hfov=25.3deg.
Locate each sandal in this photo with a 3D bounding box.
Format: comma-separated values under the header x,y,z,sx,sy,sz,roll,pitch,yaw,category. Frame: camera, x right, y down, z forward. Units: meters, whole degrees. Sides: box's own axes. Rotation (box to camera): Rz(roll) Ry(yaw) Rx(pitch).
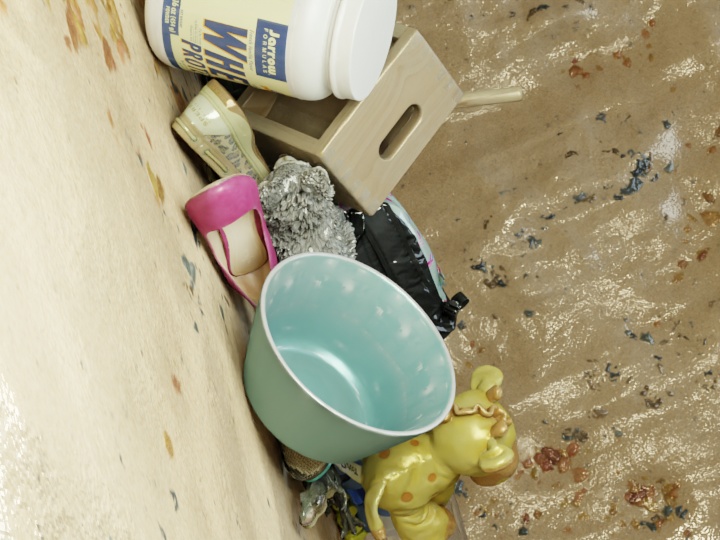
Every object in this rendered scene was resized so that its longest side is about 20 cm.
x,y,z,sx,sy,sz,roll,pitch,yaw,category
-0.003,0.206,1.693,0.200,0.087,0.080,66,11,-45,sandal

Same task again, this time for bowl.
x,y,z,sx,sy,sz,roll,pitch,yaw,category
-0.026,0.092,1.435,0.200,0.105,0.201,24,39,-22,bowl

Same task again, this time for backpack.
x,y,z,sx,sy,sz,roll,pitch,yaw,category
0.000,0.000,1.672,0.127,0.166,0.201,46,-16,55,backpack

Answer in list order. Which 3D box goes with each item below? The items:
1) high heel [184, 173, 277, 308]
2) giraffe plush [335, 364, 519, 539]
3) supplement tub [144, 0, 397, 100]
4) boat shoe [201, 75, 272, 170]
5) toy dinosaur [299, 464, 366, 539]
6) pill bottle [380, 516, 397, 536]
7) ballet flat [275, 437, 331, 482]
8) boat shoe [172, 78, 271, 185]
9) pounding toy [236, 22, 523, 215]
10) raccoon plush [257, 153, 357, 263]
x,y,z,sx,sy,sz,roll,pitch,yaw,category
-0.106,-0.021,1.426,0.096,0.067,0.200,64,-10,11,high heel
0.084,0.174,1.579,0.200,0.162,0.173,26,41,-63,giraffe plush
-0.080,-0.237,1.461,0.145,0.199,0.146,15,90,-75,supplement tub
-0.131,-0.197,1.699,0.066,0.074,0.200,-13,91,-75,boat shoe
-0.036,0.206,1.546,0.200,0.047,0.088,-108,174,-69,toy dinosaur
0.031,0.207,1.896,0.112,0.112,0.201,55,19,-74,pill bottle
-0.053,0.120,1.529,0.075,0.068,0.200,51,24,-19,ballet flat
-0.132,-0.106,1.529,0.073,0.063,0.200,46,-12,30,boat shoe
0.016,-0.163,1.582,0.184,0.200,0.142,26,-16,45,pounding toy
-0.033,-0.015,1.508,0.200,0.097,0.134,54,-9,10,raccoon plush
